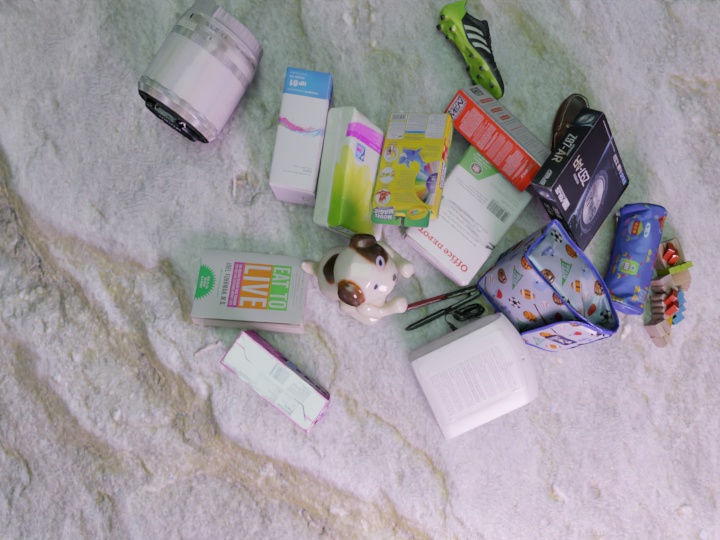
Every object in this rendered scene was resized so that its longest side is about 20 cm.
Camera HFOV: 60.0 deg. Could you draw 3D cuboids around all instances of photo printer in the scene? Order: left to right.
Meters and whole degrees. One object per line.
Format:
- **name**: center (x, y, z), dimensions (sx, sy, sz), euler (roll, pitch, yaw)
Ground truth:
- **photo printer**: center (0.201, 0.180, 1.087), dimensions (0.196, 0.069, 0.170), euler (-27, 92, 9)

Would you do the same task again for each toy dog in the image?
- **toy dog**: center (0.000, 0.000, 1.045), dimensions (0.190, 0.200, 0.143), euler (27, 83, -7)

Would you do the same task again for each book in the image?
- **book**: center (-0.192, 0.035, 1.114), dimensions (0.193, 0.048, 0.137), euler (4, 65, -1)

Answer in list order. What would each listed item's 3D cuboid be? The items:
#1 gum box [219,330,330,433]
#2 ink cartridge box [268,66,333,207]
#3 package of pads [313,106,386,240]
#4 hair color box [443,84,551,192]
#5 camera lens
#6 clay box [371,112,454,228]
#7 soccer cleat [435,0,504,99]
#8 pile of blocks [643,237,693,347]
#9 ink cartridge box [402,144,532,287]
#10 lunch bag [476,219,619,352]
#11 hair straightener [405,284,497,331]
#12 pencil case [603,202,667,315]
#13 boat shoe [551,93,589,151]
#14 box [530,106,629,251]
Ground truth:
- **gum box**: center (-0.138, 0.191, 1.077), dimensions (0.198, 0.114, 0.067), euler (39, 86, 3)
- **ink cartridge box**: center (-0.101, -0.228, 1.098), dimensions (0.082, 0.145, 0.207), euler (7, 85, 0)
- **package of pads**: center (-0.009, -0.160, 1.092), dimensions (0.066, 0.153, 0.207), euler (5, 83, 30)
- **hair color box**: center (0.249, -0.239, 1.109), dimensions (0.200, 0.101, 0.062), euler (48, 126, 11)
- **camera lens**: center (-0.281, -0.343, 1.097), dimensions (0.158, 0.160, 0.203), euler (32, 85, 2)
- **clay box**: center (0.090, -0.170, 1.082), dimensions (0.112, 0.047, 0.206), euler (7, 79, 25)
- **soccer cleat**: center (0.220, -0.416, 1.163), dimensions (0.080, 0.068, 0.203), euler (-31, 86, -16)
- **pile of blocks**: center (0.569, 0.038, 1.130), dimensions (0.079, 0.062, 0.207), euler (5, 85, 0)
- **ink cartridge box**: center (0.188, -0.094, 1.122), dimensions (0.145, 0.084, 0.201), euler (39, 86, 2)
- **lunch bag**: center (0.321, 0.048, 1.062), dimensions (0.124, 0.170, 0.201), euler (-42, 91, -25)
- **hair straightener**: center (0.171, 0.076, 1.136), dimensions (0.194, 0.041, 0.079), euler (-17, 86, -7)
- **pencil case**: center (0.489, -0.025, 1.125), dimensions (0.085, 0.078, 0.206), euler (13, 85, 20)
- **boat shoe**: center (0.386, -0.231, 1.146), dimensions (0.068, 0.070, 0.206), euler (12, 84, 1)
- **box**: center (0.387, -0.153, 1.088), dimensions (0.043, 0.200, 0.162), euler (31, 81, 45)
